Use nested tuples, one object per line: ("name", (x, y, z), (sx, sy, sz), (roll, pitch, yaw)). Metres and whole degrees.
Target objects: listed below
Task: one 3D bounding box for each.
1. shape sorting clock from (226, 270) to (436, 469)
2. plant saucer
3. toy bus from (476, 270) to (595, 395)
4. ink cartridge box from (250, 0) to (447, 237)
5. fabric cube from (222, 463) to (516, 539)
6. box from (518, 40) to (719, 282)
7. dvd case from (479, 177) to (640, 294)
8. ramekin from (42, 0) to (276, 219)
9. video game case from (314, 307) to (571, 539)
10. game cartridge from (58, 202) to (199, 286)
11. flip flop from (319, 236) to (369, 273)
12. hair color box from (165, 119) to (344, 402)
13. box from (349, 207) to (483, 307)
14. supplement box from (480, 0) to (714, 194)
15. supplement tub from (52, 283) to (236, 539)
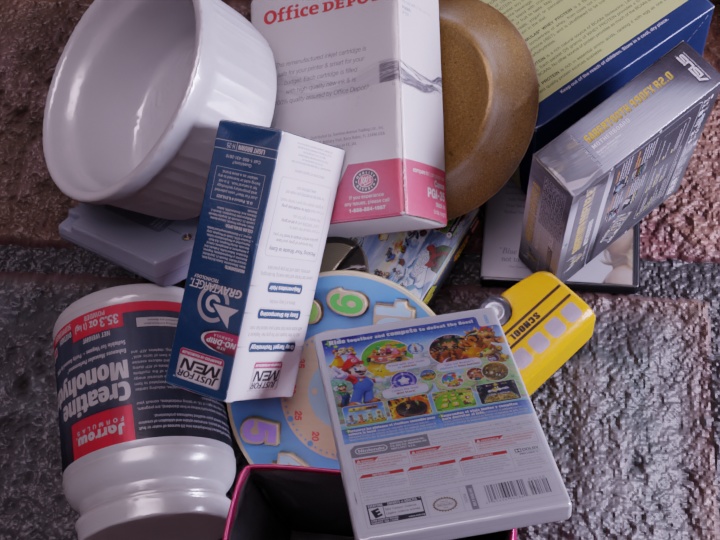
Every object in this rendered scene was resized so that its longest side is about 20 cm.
("shape sorting clock", (-0.014, 0.100, 0.942), (0.199, 0.039, 0.201), (1, 94, 10))
("plant saucer", (0.052, -0.142, 1.001), (0.200, 0.035, 0.201), (-4, 83, 30))
("toy bus", (0.103, 0.088, 1.004), (0.200, 0.065, 0.078), (-41, 68, -13))
("ink cartridge box", (-0.010, -0.132, 0.967), (0.146, 0.083, 0.201), (-5, 83, 30))
("fabric cube", (0.010, 0.267, 0.855), (0.199, 0.199, 0.197), (4, 66, 8))
("box", (0.210, -0.080, 0.976), (0.158, 0.200, 0.048), (-37, 70, -10))
("dvd case", (0.189, -0.074, 1.097), (0.142, 0.018, 0.201), (3, 64, 9))
("ramekin", (-0.160, -0.138, 0.951), (0.200, 0.098, 0.201), (-17, 63, 38))
("video game case", (0.051, 0.105, 0.830), (0.143, 0.018, 0.200), (-9, 40, -5))
("game cartridge", (-0.149, -0.065, 1.035), (0.133, 0.041, 0.200), (20, 46, 29))
("flip flop", (-0.030, 0.071, 0.992), (0.081, 0.058, 0.201), (2, 94, 11))
("hair color box", (-0.079, -0.006, 0.890), (0.060, 0.100, 0.201), (13, 93, 27))
("box", (0.000, 0.000, 1.048), (0.137, 0.040, 0.200), (31, 85, 18))
("supplement box", (0.175, -0.214, 1.079), (0.200, 0.134, 0.200), (-35, 66, -9))
("supplement tub", (-0.180, 0.125, 0.978), (0.140, 0.140, 0.200), (-12, 63, 1))
